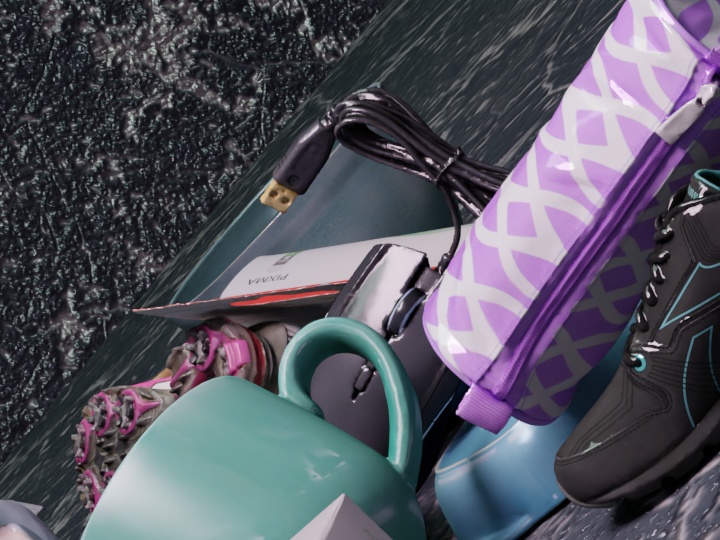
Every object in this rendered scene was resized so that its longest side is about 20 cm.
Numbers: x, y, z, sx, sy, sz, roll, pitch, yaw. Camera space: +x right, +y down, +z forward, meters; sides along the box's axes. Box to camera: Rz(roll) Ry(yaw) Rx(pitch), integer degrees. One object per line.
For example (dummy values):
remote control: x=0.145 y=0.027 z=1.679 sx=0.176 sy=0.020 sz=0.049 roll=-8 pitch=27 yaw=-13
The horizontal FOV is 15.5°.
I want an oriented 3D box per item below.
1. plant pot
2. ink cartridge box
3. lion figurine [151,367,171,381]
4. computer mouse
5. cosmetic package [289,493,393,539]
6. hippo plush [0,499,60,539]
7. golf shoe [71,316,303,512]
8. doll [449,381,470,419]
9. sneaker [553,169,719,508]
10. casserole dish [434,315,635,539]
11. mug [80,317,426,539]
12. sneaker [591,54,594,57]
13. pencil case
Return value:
plant pot: x=-0.008 y=-0.001 z=1.677 sx=0.200 sy=0.134 sz=0.200 roll=-46 pitch=7 yaw=8
ink cartridge box: x=0.000 y=0.000 z=1.376 sx=0.160 sy=0.050 sz=0.200 roll=-8 pitch=-11 yaw=30
lion figurine: x=-0.105 y=0.127 z=1.515 sx=0.122 sy=0.201 sz=0.072 roll=-15 pitch=8 yaw=-40
computer mouse: x=-0.004 y=0.017 z=1.235 sx=0.046 sy=0.140 sz=0.201 roll=-23 pitch=-33 yaw=-58
cosmetic package: x=-0.043 y=0.193 z=1.011 sx=0.200 sy=0.108 sz=0.085 roll=-42 pitch=8 yaw=26
hippo plush: x=-0.239 y=0.167 z=1.345 sx=0.161 sy=0.159 sz=0.200 roll=-46 pitch=-10 yaw=-4
golf shoe: x=-0.081 y=0.085 z=1.407 sx=0.092 sy=0.073 sz=0.200 roll=3 pitch=-22 yaw=-36
doll: x=0.036 y=0.053 z=1.478 sx=0.136 sy=0.049 sz=0.200 roll=-23 pitch=21 yaw=29
sneaker: x=0.139 y=0.008 z=1.052 sx=0.200 sy=0.079 sz=0.075 roll=-48 pitch=9 yaw=12
casserole dish: x=0.098 y=0.047 z=1.226 sx=0.200 sy=0.039 sz=0.121 roll=-51 pitch=9 yaw=-33
mug: x=-0.035 y=0.124 z=1.133 sx=0.152 sy=0.114 sz=0.186 roll=-16 pitch=-52 yaw=-61
sneaker: x=0.178 y=-0.050 z=1.190 sx=0.077 sy=0.086 sz=0.200 roll=-24 pitch=26 yaw=-10
pencil case: x=0.104 y=-0.029 z=1.101 sx=0.201 sy=0.084 sz=0.086 roll=-58 pitch=18 yaw=26
